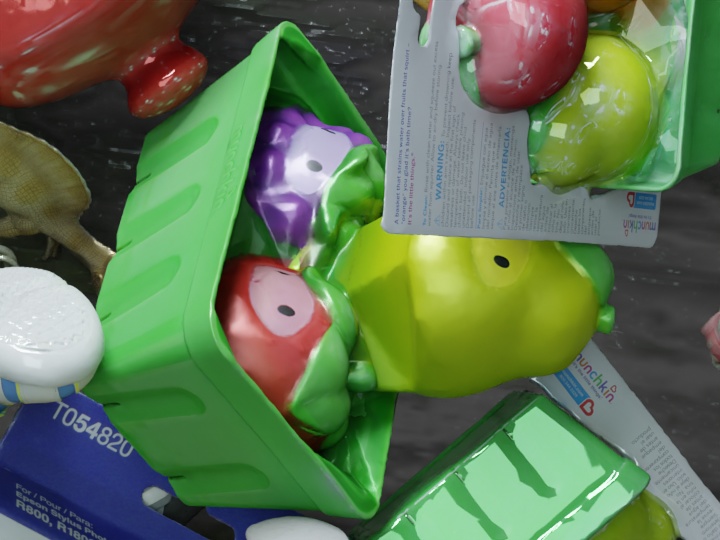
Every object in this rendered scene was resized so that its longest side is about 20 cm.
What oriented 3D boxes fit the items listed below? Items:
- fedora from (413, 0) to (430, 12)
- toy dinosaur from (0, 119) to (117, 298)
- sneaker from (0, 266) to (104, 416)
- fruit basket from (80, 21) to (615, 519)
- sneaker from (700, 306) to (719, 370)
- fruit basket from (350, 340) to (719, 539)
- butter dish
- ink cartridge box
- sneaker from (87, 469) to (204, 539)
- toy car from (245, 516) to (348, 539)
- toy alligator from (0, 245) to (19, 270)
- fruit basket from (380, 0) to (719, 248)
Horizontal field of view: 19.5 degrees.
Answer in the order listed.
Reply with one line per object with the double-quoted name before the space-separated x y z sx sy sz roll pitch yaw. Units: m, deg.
"fedora" 0.097 -0.191 0.998 0.198 0.082 0.203 0 83 2
"toy dinosaur" -0.171 -0.053 0.977 0.101 0.200 0.058 0 50 43
"sneaker" -0.173 0.052 0.909 0.075 0.199 0.106 -16 110 -37
"fruit basket" 0.000 0.000 0.915 0.215 0.216 0.156 -38 125 -1
"sneaker" 0.208 0.065 0.967 0.103 0.075 0.202 1 77 -1
"fruit basket" 0.094 0.164 0.962 0.185 0.094 0.200 -40 100 -7
"butter dish" -0.125 -0.136 0.955 0.199 0.199 0.148 -37 91 -4
"ink cartridge box" -0.111 0.179 0.945 0.199 0.041 0.201 30 91 -22
"sneaker" -0.137 0.157 0.994 0.199 0.075 0.116 -24 109 -13
"toy car" -0.048 0.209 0.843 0.174 0.200 0.151 -29 109 -3
"toy alligator" -0.253 -0.002 1.012 0.198 0.060 0.055 -10 40 11
"fruit basket" 0.074 -0.104 0.862 0.093 0.199 0.187 7 94 45
